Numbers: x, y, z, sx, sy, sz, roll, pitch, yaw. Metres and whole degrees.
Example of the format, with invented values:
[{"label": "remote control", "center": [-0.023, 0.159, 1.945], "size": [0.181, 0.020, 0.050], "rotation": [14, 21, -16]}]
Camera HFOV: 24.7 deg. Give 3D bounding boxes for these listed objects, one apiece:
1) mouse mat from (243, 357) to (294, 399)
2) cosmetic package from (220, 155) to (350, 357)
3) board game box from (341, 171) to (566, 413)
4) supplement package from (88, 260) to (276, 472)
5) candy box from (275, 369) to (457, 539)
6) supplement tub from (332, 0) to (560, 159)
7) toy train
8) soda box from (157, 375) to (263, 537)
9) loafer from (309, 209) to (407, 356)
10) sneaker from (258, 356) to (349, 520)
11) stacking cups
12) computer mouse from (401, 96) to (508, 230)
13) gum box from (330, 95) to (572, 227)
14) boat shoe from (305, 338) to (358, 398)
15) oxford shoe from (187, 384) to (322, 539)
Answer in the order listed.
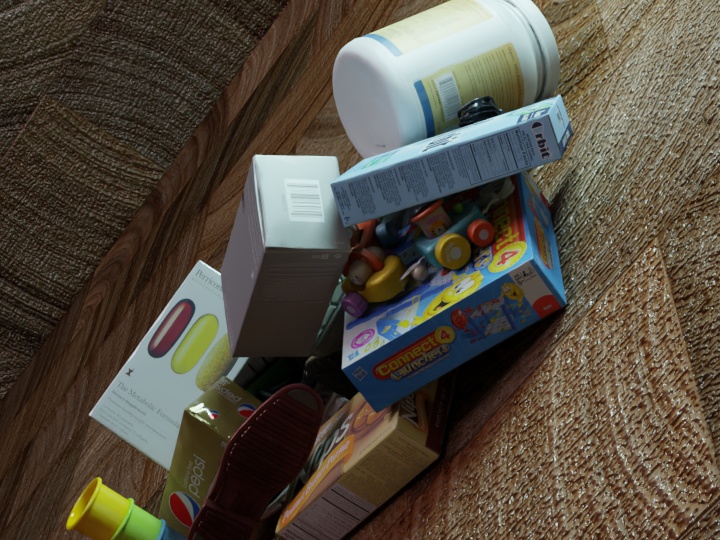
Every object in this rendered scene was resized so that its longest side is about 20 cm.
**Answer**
[{"label": "mouse mat", "center": [-0.123, 0.172, 1.806], "size": [0.161, 0.008, 0.200], "rotation": [-42, -22, -51]}, {"label": "cosmetic package", "center": [-0.072, -0.009, 1.527], "size": [0.200, 0.090, 0.107], "rotation": [115, 150, -53]}, {"label": "board game box", "center": [0.080, 0.010, 1.477], "size": [0.196, 0.056, 0.200], "rotation": [-31, 23, 16]}, {"label": "supplement package", "center": [-0.174, 0.110, 1.746], "size": [0.200, 0.114, 0.110], "rotation": [-56, -15, -10]}, {"label": "candy box", "center": [0.005, 0.167, 1.523], "size": [0.200, 0.055, 0.116], "rotation": [-46, 18, 39]}, {"label": "supplement tub", "center": [0.088, -0.195, 1.676], "size": [0.200, 0.145, 0.145], "rotation": [-25, 2, -24]}, {"label": "toy train", "center": [0.037, -0.036, 1.485], "size": [0.200, 0.056, 0.150], "rotation": [-24, 26, 31]}, {"label": "soda box", "center": [-0.151, 0.205, 1.668], "size": [0.068, 0.064, 0.200], "rotation": [-40, -24, -44]}, {"label": "loafer", "center": [0.000, 0.000, 1.643], "size": [0.070, 0.070, 0.200], "rotation": [11, 70, 51]}, {"label": "sneaker", "center": [-0.082, 0.166, 1.740], "size": [0.200, 0.087, 0.074], "rotation": [-59, 15, -4]}, {"label": "stacking cups", "center": [-0.196, 0.285, 1.645], "size": [0.061, 0.200, 0.061], "rotation": [-50, 14, 17]}, {"label": "computer mouse", "center": [0.094, -0.079, 1.635], "size": [0.053, 0.138, 0.200], "rotation": [31, 100, 33]}, {"label": "gum box", "center": [0.086, -0.101, 1.482], "size": [0.199, 0.045, 0.170], "rotation": [-17, 7, 13]}, {"label": "boat shoe", "center": [0.022, 0.074, 1.644], "size": [0.200, 0.076, 0.074], "rotation": [-22, 32, 52]}, {"label": "oxford shoe", "center": [-0.102, 0.187, 1.563], "size": [0.200, 0.070, 0.075], "rotation": [-55, 5, 10]}]
